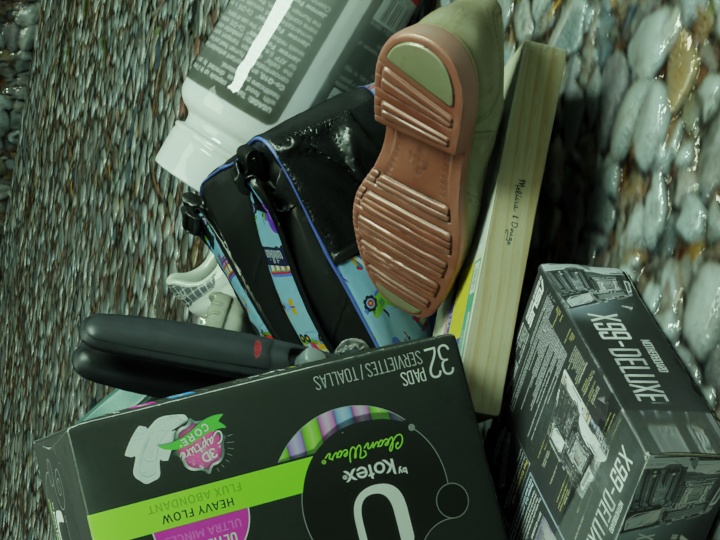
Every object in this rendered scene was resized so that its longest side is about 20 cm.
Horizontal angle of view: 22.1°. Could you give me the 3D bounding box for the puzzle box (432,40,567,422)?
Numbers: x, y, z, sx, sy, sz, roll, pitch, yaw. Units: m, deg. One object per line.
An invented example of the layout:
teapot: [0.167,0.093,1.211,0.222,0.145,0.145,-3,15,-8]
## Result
puzzle box: [0.070,-0.013,1.011,0.133,0.025,0.200,133,149,-80]

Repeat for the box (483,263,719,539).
box: [0.106,0.121,0.913,0.158,0.050,0.200,-113,33,-55]

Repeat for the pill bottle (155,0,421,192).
pill bottle: [-0.051,-0.138,1.262,0.200,0.114,0.114,-59,21,3]

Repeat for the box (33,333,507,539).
box: [-0.045,0.127,0.922,0.124,0.200,0.149,156,100,-70]

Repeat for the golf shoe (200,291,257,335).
golf shoe: [-0.048,0.085,1.241,0.200,0.097,0.078,68,-152,-47]

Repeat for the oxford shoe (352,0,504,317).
oxford shoe: [0.047,-0.057,0.983,0.071,0.074,0.200,32,140,20]

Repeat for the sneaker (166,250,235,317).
sneaker: [-0.058,-0.044,1.335,0.200,0.080,0.076,-56,12,5]

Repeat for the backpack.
backpack: [0.000,0.000,1.138,0.200,0.134,0.183,61,159,-1]

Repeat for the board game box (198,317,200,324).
board game box: [-0.089,0.000,1.547,0.151,0.047,0.200,-130,48,-65]

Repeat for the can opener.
can opener: [-0.060,0.060,1.022,0.079,0.200,0.063,-86,18,-50]

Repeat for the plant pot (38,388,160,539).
plant pot: [-0.105,0.130,1.099,0.200,0.134,0.200,-37,11,8]
